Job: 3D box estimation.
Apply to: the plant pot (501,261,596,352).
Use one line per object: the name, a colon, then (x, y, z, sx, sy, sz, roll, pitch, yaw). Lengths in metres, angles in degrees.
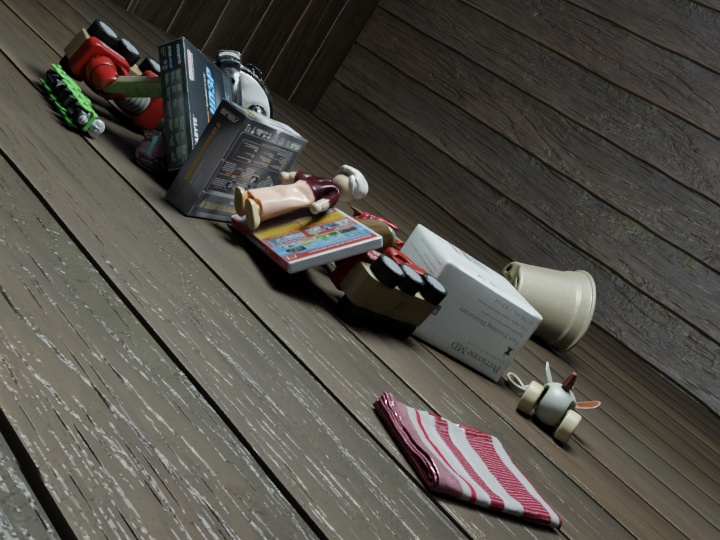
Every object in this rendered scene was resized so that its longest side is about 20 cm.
plant pot: (0.417, 0.069, 1.932, 0.182, 0.202, 0.201, 18, 15, -15)

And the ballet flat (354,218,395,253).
ballet flat: (-0.036, -0.053, 1.304, 0.072, 0.069, 0.199, -2, 9, -44)

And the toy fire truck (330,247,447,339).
toy fire truck: (0.000, 0.000, 1.209, 0.175, 0.129, 0.200, 20, 27, -50)

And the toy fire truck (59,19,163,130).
toy fire truck: (-0.360, -0.293, 1.322, 0.176, 0.129, 0.201, 33, 18, -53)

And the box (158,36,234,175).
box: (-0.239, -0.224, 1.245, 0.159, 0.046, 0.202, 31, 50, -68)

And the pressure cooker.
pressure cooker: (-0.243, -0.287, 1.471, 0.176, 0.178, 0.200, 51, -3, -21)

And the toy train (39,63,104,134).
toy train: (-0.422, -0.249, 1.211, 0.056, 0.042, 0.200, 38, 5, -45)

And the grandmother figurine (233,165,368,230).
grandmother figurine: (-0.080, -0.110, 1.183, 0.198, 0.061, 0.122, -14, 47, -28)

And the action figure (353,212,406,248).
action figure: (0.053, -0.063, 1.692, 0.098, 0.066, 0.200, 18, 15, -37)

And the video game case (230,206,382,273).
video game case: (-0.079, -0.055, 1.149, 0.142, 0.018, 0.200, -16, 28, -26)

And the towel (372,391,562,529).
towel: (0.116, 0.202, 0.873, 0.199, 0.023, 0.144, 27, 14, -34)

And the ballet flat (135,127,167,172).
ballet flat: (-0.284, -0.191, 1.270, 0.069, 0.071, 0.200, 37, 11, 1)

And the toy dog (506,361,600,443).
toy dog: (0.312, 0.191, 1.289, 0.131, 0.097, 0.200, 33, 11, -4)

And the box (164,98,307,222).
box: (-0.172, -0.148, 1.182, 0.048, 0.159, 0.200, 38, 12, 18)

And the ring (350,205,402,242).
ring: (0.055, -0.080, 1.844, 0.200, 0.019, 0.200, 36, 1, -1)

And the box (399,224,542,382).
box: (0.158, 0.050, 1.357, 0.198, 0.131, 0.200, 30, 12, -20)
